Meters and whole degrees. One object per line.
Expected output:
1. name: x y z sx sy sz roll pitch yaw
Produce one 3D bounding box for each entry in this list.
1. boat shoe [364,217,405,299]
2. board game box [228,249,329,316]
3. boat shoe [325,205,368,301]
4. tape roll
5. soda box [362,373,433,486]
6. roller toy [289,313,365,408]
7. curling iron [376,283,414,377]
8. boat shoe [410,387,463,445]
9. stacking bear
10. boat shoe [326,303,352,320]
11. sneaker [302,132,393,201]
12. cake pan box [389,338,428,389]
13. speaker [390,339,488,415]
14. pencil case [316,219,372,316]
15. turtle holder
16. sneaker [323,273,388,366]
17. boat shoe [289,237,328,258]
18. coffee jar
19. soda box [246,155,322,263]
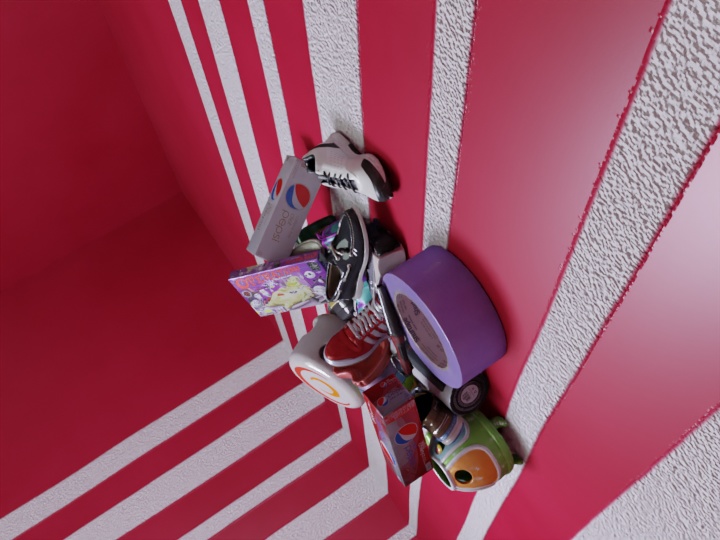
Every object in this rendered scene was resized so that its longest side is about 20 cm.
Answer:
1. boat shoe: 0.038 -0.004 1.304 0.093 0.074 0.201 56 160 37
2. board game box: -0.136 0.027 1.412 0.120 0.199 0.032 57 -147 -35
3. boat shoe: -0.028 -0.022 1.254 0.200 0.060 0.074 97 154 -49
4. tape roll: 0.122 0.069 1.113 0.200 0.085 0.200 53 164 22
5. soda box: 0.065 0.270 1.250 0.070 0.063 0.201 45 158 46
6. roller toy: -0.040 0.183 1.546 0.199 0.140 0.183 12 149 43
7. curling iron: 0.051 0.100 1.195 0.050 0.026 0.201 39 157 46
8. boat shoe: 0.118 0.237 1.299 0.072 0.072 0.200 35 175 -12
9. stacking bear: 0.061 0.232 1.426 0.200 0.114 0.121 53 160 -24
10. boat shoe: -0.034 0.112 1.643 0.070 0.071 0.201 52 -173 25
11. sneaker: -0.020 -0.148 1.161 0.200 0.080 0.074 39 155 49
12. cake pan box: 0.100 0.178 1.493 0.184 0.052 0.200 53 165 14
13. speaker: 0.133 0.165 1.290 0.200 0.081 0.081 40 157 54
14. pencil case: 0.000 0.000 1.374 0.201 0.092 0.085 65 174 -21
15. turtle holder: 0.180 0.305 1.313 0.186 0.131 0.141 45 161 43
16. sneaker: 0.021 0.078 1.245 0.071 0.199 0.113 51 163 33
17. boat shoe: -0.106 -0.006 1.445 0.067 0.057 0.200 49 136 10
18. coffee jar: -0.047 -0.005 1.498 0.200 0.104 0.085 56 151 6
19. soda box: -0.141 -0.113 1.412 0.068 0.201 0.064 23 -178 -27
